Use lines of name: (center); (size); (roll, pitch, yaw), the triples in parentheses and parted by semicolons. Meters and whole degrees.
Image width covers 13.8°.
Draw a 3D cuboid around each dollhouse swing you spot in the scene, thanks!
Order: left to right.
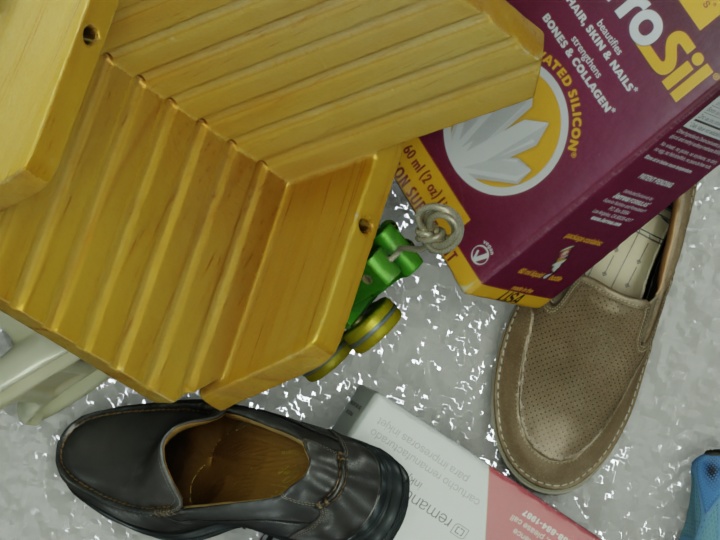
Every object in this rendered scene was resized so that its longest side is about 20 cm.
dollhouse swing: (-0.044, -0.048, 1.297); (0.200, 0.176, 0.182); (35, 65, -41)

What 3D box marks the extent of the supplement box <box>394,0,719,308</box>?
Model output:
supplement box: (0.114, -0.086, 1.432); (0.200, 0.086, 0.110); (-40, 68, 20)

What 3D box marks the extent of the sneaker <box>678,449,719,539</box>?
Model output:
sneaker: (0.152, 0.185, 1.495); (0.090, 0.078, 0.201); (13, 84, 5)

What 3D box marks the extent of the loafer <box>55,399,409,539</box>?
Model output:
loafer: (-0.074, 0.090, 1.430); (0.200, 0.072, 0.073); (2, 68, 35)

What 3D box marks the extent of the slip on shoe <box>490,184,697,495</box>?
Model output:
slip on shoe: (0.121, 0.017, 1.497); (0.076, 0.061, 0.200); (23, 88, -5)

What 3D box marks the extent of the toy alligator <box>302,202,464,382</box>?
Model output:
toy alligator: (0.000, 0.000, 1.448); (0.059, 0.200, 0.054); (48, 49, -8)

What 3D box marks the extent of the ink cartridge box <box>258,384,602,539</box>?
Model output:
ink cartridge box: (0.009, 0.180, 1.478); (0.146, 0.083, 0.200); (33, 87, -5)

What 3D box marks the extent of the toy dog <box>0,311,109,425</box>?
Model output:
toy dog: (-0.166, -0.050, 1.428); (0.194, 0.140, 0.200); (-36, 82, 14)
